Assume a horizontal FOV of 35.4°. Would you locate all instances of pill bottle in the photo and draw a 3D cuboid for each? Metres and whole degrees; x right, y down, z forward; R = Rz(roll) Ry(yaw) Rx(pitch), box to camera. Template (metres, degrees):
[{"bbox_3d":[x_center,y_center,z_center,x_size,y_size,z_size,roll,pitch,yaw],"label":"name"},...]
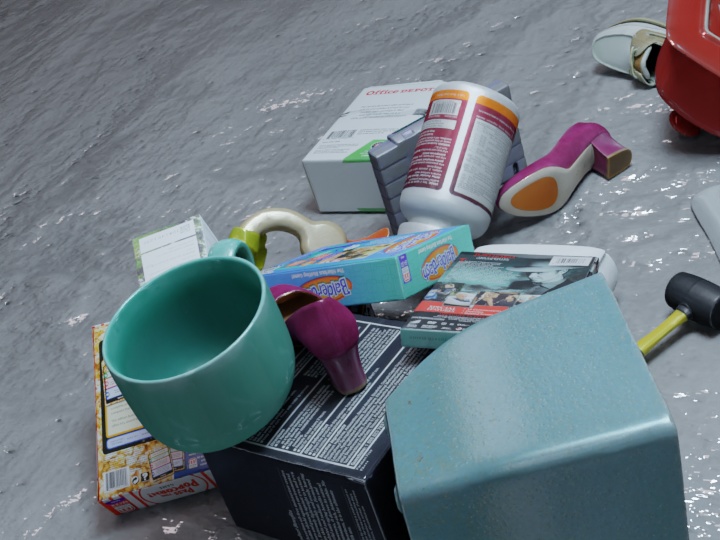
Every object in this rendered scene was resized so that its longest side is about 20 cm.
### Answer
[{"bbox_3d":[0.107,-0.103,1.294,0.108,0.109,0.203,9,76,39],"label":"pill bottle"}]

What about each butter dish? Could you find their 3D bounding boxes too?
[{"bbox_3d":[0.422,-0.224,1.346,0.198,0.149,0.201,28,41,-3],"label":"butter dish"}]

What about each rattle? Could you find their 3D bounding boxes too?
[{"bbox_3d":[-0.070,-0.003,1.400,0.196,0.144,0.132,-13,61,-16],"label":"rattle"}]

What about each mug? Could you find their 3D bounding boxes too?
[{"bbox_3d":[-0.122,0.071,0.984,0.151,0.116,0.185,22,54,43],"label":"mug"}]

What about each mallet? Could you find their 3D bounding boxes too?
[{"bbox_3d":[0.266,0.069,1.085,0.198,0.042,0.066,-32,34,-10],"label":"mallet"}]

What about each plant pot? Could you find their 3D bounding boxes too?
[{"bbox_3d":[0.126,0.155,0.864,0.196,0.199,0.197,-14,31,3],"label":"plant pot"}]

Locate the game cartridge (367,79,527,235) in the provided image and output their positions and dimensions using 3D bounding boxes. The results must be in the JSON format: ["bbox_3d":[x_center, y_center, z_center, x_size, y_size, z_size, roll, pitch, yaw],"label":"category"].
[{"bbox_3d":[0.110,-0.140,1.402,0.198,0.131,0.038,-29,30,-14],"label":"game cartridge"}]

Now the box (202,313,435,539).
[{"bbox_3d":[-0.006,0.148,1.037,0.196,0.125,0.200,8,40,37],"label":"box"}]

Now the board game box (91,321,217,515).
[{"bbox_3d":[-0.200,0.133,1.169,0.149,0.046,0.203,-16,58,9],"label":"board game box"}]

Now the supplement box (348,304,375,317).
[{"bbox_3d":[-0.086,0.085,1.243,0.196,0.062,0.110,-12,32,14],"label":"supplement box"}]

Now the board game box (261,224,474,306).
[{"bbox_3d":[0.000,0.000,1.180,0.197,0.046,0.151,-8,9,37],"label":"board game box"}]

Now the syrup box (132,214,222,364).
[{"bbox_3d":[-0.166,0.055,1.126,0.077,0.082,0.203,-19,60,5],"label":"syrup box"}]

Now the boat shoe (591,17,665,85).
[{"bbox_3d":[0.392,-0.292,1.520,0.198,0.076,0.068,13,39,41],"label":"boat shoe"}]

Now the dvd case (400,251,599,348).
[{"bbox_3d":[0.134,0.026,1.043,0.143,0.022,0.200,2,23,20],"label":"dvd case"}]

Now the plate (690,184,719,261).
[{"bbox_3d":[0.459,-0.060,1.167,0.196,0.033,0.201,-15,31,9],"label":"plate"}]

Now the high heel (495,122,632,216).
[{"bbox_3d":[0.227,-0.129,1.367,0.198,0.068,0.096,-27,41,-19],"label":"high heel"}]

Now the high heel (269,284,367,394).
[{"bbox_3d":[-0.051,0.030,1.037,0.067,0.097,0.199,-29,31,-17],"label":"high heel"}]

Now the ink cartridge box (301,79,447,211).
[{"bbox_3d":[0.034,-0.170,1.538,0.144,0.085,0.201,2,38,32],"label":"ink cartridge box"}]

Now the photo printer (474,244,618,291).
[{"bbox_3d":[0.152,0.052,1.132,0.164,0.070,0.200,2,35,33],"label":"photo printer"}]
